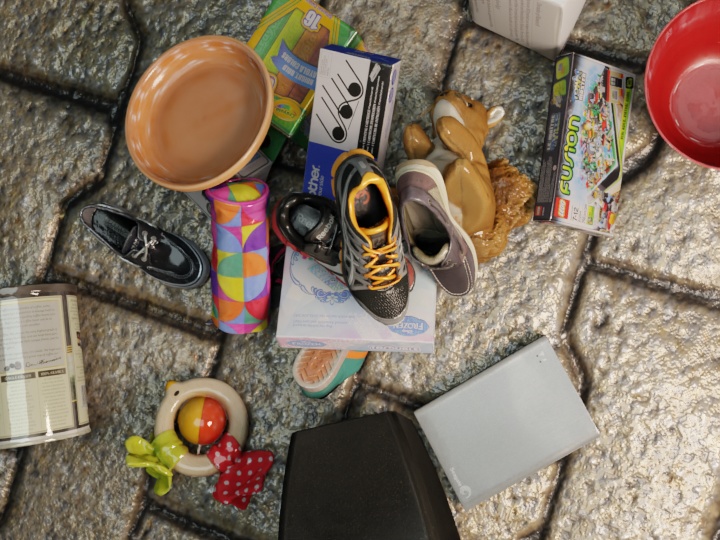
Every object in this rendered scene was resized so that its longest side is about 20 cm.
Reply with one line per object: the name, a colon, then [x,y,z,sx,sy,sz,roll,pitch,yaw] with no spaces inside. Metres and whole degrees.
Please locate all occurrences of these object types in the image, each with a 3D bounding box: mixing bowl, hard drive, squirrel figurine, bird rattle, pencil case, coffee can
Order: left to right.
coffee can: [-0.451,0.129,1.138,0.142,0.146,0.206,-8,86,11]
bird rattle: [-0.209,0.225,1.113,0.194,0.113,0.167,2,71,8]
pencil case: [-0.153,-0.017,1.051,0.086,0.089,0.204,13,122,12]
squirrel figurine: [0.130,-0.119,1.040,0.140,0.190,0.200,-23,127,39]
hard drive: [0.184,0.194,1.064,0.197,0.033,0.142,-31,82,9]
mixing bowl: [0.431,-0.212,0.995,0.194,0.108,0.206,-1,87,10]

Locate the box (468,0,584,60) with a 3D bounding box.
box: [0.225,-0.393,0.999,0.129,0.200,0.203,26,92,12]

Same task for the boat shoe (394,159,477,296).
boat shoe: [0.083,-0.033,0.955,0.070,0.202,0.066,-3,46,23]

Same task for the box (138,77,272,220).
box: [-0.217,-0.163,1.118,0.200,0.117,0.060,43,51,11]

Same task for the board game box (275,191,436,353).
board game box: [0.000,0.000,1.063,0.194,0.044,0.204,2,65,6]

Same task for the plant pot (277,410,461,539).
plant pot: [0.007,0.279,1.026,0.194,0.200,0.182,-13,72,11]

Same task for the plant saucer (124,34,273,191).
plant saucer: [-0.194,-0.189,1.021,0.195,0.037,0.206,-5,71,15]

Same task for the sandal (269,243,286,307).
sandal: [-0.076,-0.012,1.120,0.196,0.045,0.077,-25,83,9]

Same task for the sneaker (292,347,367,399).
sneaker: [-0.014,0.081,1.097,0.071,0.080,0.201,34,74,21]

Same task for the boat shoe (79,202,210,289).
boat shoe: [-0.301,-0.037,1.156,0.197,0.068,0.073,32,94,11]

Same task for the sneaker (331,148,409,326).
sneaker: [0.014,-0.028,0.922,0.077,0.077,0.204,-20,110,-9]

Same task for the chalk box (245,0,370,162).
chalk box: [-0.091,-0.240,1.095,0.123,0.124,0.202,34,94,11]

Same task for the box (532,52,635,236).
box: [0.277,-0.152,1.031,0.108,0.035,0.206,8,89,-28]

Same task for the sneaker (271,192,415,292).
sneaker: [-0.022,-0.030,0.988,0.198,0.098,0.072,32,84,4]

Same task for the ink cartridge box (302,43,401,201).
ink cartridge box: [-0.014,-0.161,1.018,0.092,0.044,0.205,15,115,13]
